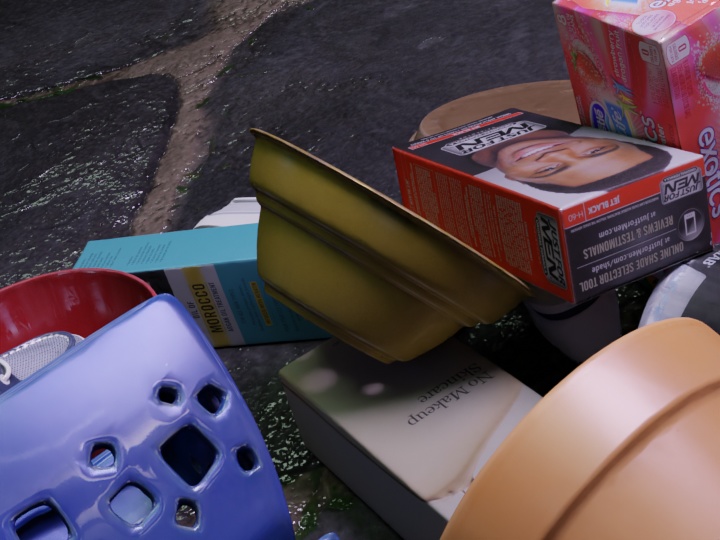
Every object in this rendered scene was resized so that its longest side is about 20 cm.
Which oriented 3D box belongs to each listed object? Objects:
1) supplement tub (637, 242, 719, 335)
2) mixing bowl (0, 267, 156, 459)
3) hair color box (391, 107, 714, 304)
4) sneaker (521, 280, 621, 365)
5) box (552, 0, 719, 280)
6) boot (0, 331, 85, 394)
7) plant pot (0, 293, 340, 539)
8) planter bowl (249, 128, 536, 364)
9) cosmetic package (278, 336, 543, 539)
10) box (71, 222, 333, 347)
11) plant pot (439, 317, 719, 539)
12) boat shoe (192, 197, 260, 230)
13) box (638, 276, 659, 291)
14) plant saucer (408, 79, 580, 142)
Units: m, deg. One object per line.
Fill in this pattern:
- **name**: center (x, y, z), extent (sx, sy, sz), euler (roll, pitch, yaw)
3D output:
- **supplement tub**: center (0.259, 0.065, 0.698), extent (0.122, 0.123, 0.200), euler (-38, 38, -27)
- **mixing bowl**: center (-0.213, 0.099, 0.884), extent (0.200, 0.109, 0.200), euler (-12, 35, 9)
- **hair color box**: center (0.111, -0.047, 0.788), extent (0.101, 0.061, 0.200), euler (-20, 23, -21)
- **sneaker**: center (0.134, -0.004, 0.898), extent (0.076, 0.081, 0.200), euler (-28, 29, 14)
- **box**: center (0.203, -0.090, 0.798), extent (0.095, 0.200, 0.103), euler (-33, 36, -16)
- **boot**: center (-0.227, 0.070, 0.741), extent (0.073, 0.090, 0.200), euler (1, 30, 26)
- **plant pot**: center (-0.125, 0.162, 0.655), extent (0.200, 0.200, 0.180), euler (-35, 74, -25)
- **planter bowl**: center (0.000, 0.000, 0.780), extent (0.200, 0.200, 0.084), euler (30, 90, 48)
- **cosmetic package**: center (0.046, 0.104, 0.788), extent (0.103, 0.073, 0.200), euler (-31, 35, -20)
- **box**: center (-0.116, 0.014, 0.985), extent (0.200, 0.082, 0.049), euler (-6, 36, 18)
- **plant pot**: center (0.150, 0.143, 0.596), extent (0.200, 0.200, 0.140), euler (-33, 54, -22)
- **boat shoe**: center (-0.043, -0.029, 1.035), extent (0.200, 0.072, 0.069), euler (-1, 36, 39)
- **box**: center (0.225, -0.046, 0.944), extent (0.117, 0.048, 0.200), euler (-28, 37, -13)
- **plant saucer**: center (0.132, -0.111, 0.991), extent (0.200, 0.030, 0.200), euler (-8, 22, 3)
